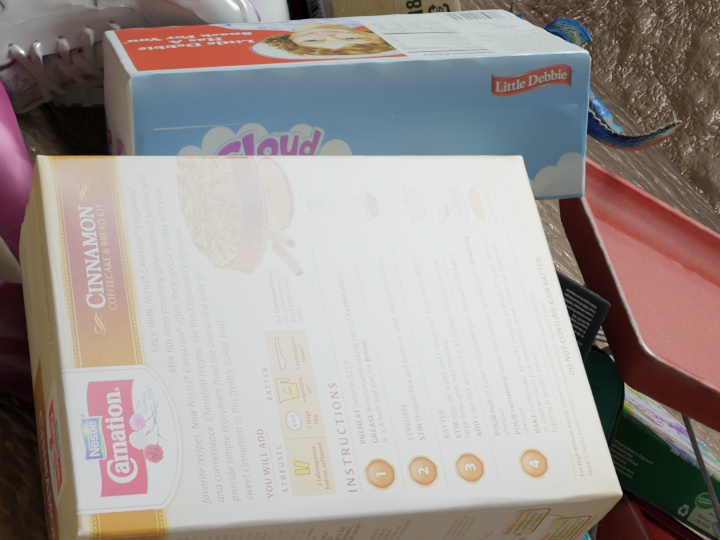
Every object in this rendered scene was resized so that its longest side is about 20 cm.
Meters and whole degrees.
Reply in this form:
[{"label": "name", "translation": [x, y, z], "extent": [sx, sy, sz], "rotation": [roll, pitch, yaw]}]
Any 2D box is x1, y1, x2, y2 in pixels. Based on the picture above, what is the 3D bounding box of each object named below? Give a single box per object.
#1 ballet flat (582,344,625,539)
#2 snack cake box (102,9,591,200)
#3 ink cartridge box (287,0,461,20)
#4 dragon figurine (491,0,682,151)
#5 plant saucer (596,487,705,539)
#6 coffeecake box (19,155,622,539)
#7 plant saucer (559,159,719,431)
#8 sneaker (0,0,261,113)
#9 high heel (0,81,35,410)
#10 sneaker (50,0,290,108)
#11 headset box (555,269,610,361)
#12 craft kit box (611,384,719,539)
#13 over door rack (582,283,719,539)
[{"label": "ballet flat", "translation": [0.096, 0.131, 0.859], "extent": [0.067, 0.064, 0.201], "rotation": [33, 56, -15]}, {"label": "snack cake box", "translation": [-0.010, -0.071, 0.699], "extent": [0.198, 0.068, 0.115], "rotation": [-5, 20, -13]}, {"label": "ink cartridge box", "translation": [0.000, -0.160, 0.892], "extent": [0.165, 0.074, 0.202], "rotation": [-177, -105, -80]}, {"label": "dragon figurine", "translation": [0.123, -0.124, 1.023], "extent": [0.100, 0.059, 0.200], "rotation": [65, -13, -19]}, {"label": "plant saucer", "translation": [0.237, 0.235, 1.046], "extent": [0.199, 0.037, 0.200], "rotation": [36, 18, -29]}, {"label": "coffeecake box", "translation": [-0.021, 0.037, 0.597], "extent": [0.198, 0.073, 0.155], "rotation": [-1, 58, -19]}, {"label": "plant saucer", "translation": [0.205, 0.034, 0.934], "extent": [0.198, 0.037, 0.201], "rotation": [27, 30, -25]}, {"label": "sneaker", "translation": [-0.142, -0.111, 0.780], "extent": [0.198, 0.100, 0.075], "rotation": [8, -30, 23]}, {"label": "high heel", "translation": [-0.144, -0.022, 0.689], "extent": [0.095, 0.067, 0.201], "rotation": [19, 33, -35]}, {"label": "sneaker", "translation": [-0.110, -0.133, 0.882], "extent": [0.076, 0.199, 0.081], "rotation": [-15, 98, -46]}, {"label": "headset box", "translation": [0.000, 0.000, 0.849], "extent": [0.174, 0.093, 0.199], "rotation": [28, -2, -43]}, {"label": "craft kit box", "translation": [0.192, 0.116, 1.151], "extent": [0.199, 0.049, 0.197], "rotation": [32, 6, -31]}, {"label": "over door rack", "translation": [0.160, 0.086, 0.974], "extent": [0.146, 0.067, 0.202], "rotation": [13, 52, -20]}]
